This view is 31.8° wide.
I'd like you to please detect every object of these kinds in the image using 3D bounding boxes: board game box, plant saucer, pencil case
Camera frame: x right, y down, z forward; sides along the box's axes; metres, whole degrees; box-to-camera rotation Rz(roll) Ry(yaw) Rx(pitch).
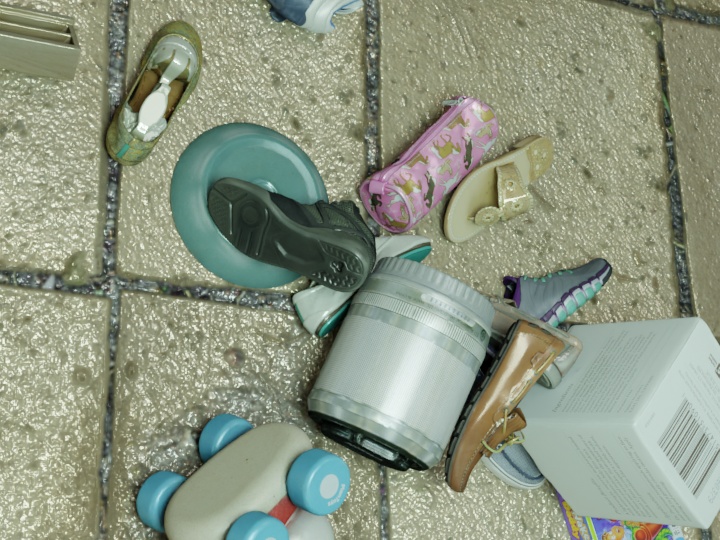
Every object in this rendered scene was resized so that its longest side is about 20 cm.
[{"bbox_3d":[0.310,0.273,1.552,0.134,0.045,0.202,-14,81,-30],"label":"board game box"},{"bbox_3d":[-0.118,-0.081,1.447,0.198,0.036,0.202,8,71,-25],"label":"plant saucer"},{"bbox_3d":[0.085,-0.131,1.539,0.087,0.083,0.200,48,61,-8],"label":"pencil case"}]

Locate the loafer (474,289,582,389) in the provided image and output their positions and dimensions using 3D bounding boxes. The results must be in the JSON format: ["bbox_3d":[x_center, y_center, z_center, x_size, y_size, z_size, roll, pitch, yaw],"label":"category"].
[{"bbox_3d":[0.176,0.067,1.475,0.063,0.200,0.072,-42,136,-12],"label":"loafer"}]

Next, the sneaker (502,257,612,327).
[{"bbox_3d":[0.231,0.023,1.574,0.200,0.074,0.088,-37,88,-30],"label":"sneaker"}]

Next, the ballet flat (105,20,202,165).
[{"bbox_3d":[-0.221,-0.207,1.414,0.070,0.071,0.201,31,63,-15],"label":"ballet flat"}]

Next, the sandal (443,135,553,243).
[{"bbox_3d":[0.193,-0.103,1.578,0.211,0.069,0.078,-40,128,-32],"label":"sandal"}]

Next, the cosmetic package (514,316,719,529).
[{"bbox_3d":[0.310,0.170,1.423,0.165,0.199,0.165,-50,114,-29],"label":"cosmetic package"}]

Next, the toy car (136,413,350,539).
[{"bbox_3d":[-0.095,0.278,1.300,0.177,0.183,0.201,-42,124,-30],"label":"toy car"}]

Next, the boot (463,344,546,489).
[{"bbox_3d":[0.167,0.172,1.483,0.200,0.090,0.073,50,60,-5],"label":"boot"}]

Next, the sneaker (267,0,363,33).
[{"bbox_3d":[-0.050,-0.384,1.555,0.146,0.080,0.201,35,59,-23],"label":"sneaker"}]

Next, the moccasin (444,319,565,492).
[{"bbox_3d":[0.155,0.154,1.375,0.077,0.074,0.202,30,90,3],"label":"moccasin"}]

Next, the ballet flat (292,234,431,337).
[{"bbox_3d":[0.000,0.000,1.471,0.200,0.069,0.070,-36,93,-30],"label":"ballet flat"}]

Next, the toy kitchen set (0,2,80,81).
[{"bbox_3d":[-0.379,-0.338,1.327,0.179,0.201,0.164,7,30,-25],"label":"toy kitchen set"}]

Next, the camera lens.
[{"bbox_3d":[0.044,0.107,1.383,0.159,0.160,0.201,29,77,-16],"label":"camera lens"}]

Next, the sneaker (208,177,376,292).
[{"bbox_3d":[-0.069,-0.049,1.404,0.198,0.077,0.114,23,22,8],"label":"sneaker"}]
